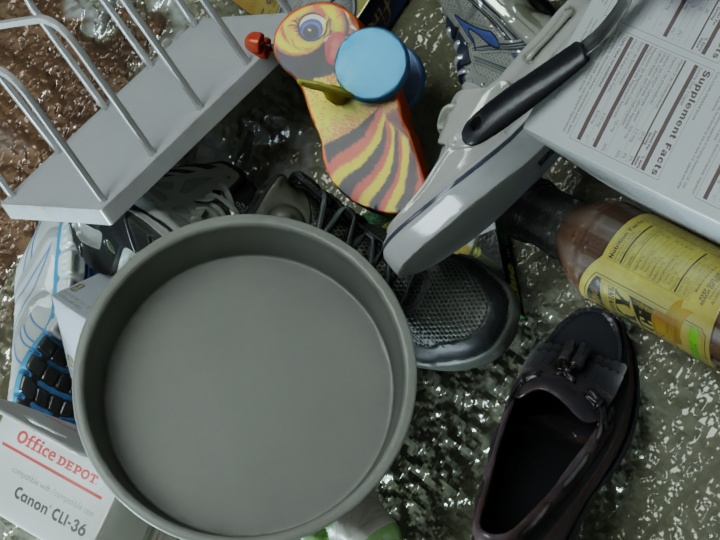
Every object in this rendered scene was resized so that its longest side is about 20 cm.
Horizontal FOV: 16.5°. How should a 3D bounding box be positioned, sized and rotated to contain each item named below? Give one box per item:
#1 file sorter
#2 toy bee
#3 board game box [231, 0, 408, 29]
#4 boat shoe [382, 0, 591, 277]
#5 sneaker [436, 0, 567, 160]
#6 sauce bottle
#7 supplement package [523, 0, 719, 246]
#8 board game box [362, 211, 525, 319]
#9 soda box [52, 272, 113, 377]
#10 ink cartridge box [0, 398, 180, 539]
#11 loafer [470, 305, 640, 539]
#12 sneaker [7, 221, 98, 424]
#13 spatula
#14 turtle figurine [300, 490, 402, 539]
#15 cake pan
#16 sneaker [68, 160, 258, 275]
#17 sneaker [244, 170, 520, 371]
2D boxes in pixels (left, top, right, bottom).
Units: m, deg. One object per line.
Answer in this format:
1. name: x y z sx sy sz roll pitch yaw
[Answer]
1. file sorter: -0.162 -0.141 1.609 0.200 0.125 0.139 -47 26 -24
2. toy bee: -0.014 -0.124 1.570 0.109 0.131 0.200 -9 61 13
3. board game box: 0.000 -0.242 1.673 0.135 0.035 0.200 40 98 38
4. boat shoe: 0.078 -0.082 1.454 0.200 0.072 0.066 -45 75 3
5. sneaker: 0.085 -0.137 1.550 0.200 0.077 0.085 41 103 38
6. sauce bottle: 0.165 -0.001 1.450 0.200 0.065 0.065 31 92 40
7. supplement package: 0.232 -0.084 1.373 0.200 0.152 0.151 29 92 39
8. board game box: 0.008 0.015 1.582 0.200 0.023 0.105 -24 59 27
9. soda box: -0.117 0.064 1.592 0.064 0.068 0.200 -27 34 -28
10. ink cartridge box: -0.158 0.142 1.539 0.116 0.200 0.068 22 87 39
11. loafer: 0.110 0.095 1.412 0.072 0.063 0.200 11 55 21
12. sneaker: -0.209 0.035 1.709 0.087 0.075 0.200 -2 69 49
13. spatula: 0.130 -0.133 1.353 0.200 0.021 0.057 -42 40 20
14. turtle figurine: 0.016 0.232 1.421 0.200 0.144 0.194 -48 49 7
15. cake pan: -0.066 0.067 1.444 0.200 0.037 0.201 -1 72 3
16. sneaker: -0.103 -0.029 1.602 0.115 0.076 0.200 -24 29 -22
17. sneaker: 0.000 0.000 1.508 0.199 0.114 0.076 28 93 37
